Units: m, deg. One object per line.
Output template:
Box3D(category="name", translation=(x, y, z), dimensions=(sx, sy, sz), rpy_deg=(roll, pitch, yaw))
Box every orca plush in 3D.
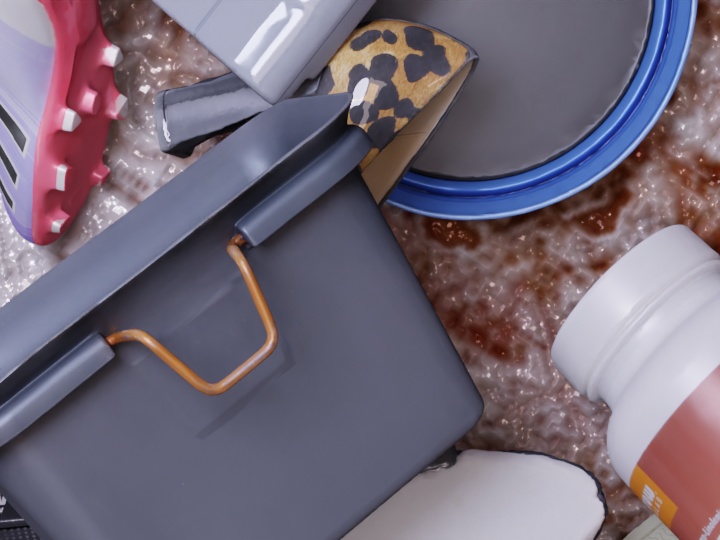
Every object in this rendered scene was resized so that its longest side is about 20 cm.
Box3D(category="orca plush", translation=(0.007, 0.135, 0.882), dimensions=(0.199, 0.071, 0.106), rpy_deg=(-34, 82, -11))

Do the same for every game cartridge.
Box3D(category="game cartridge", translation=(-0.061, -0.177, 0.880), dimensions=(0.200, 0.041, 0.134), rpy_deg=(41, 99, 26))

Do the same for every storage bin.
Box3D(category="storage bin", translation=(-0.052, 0.046, 0.780), dimensions=(0.200, 0.145, 0.135), rpy_deg=(-39, 104, -15))

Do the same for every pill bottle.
Box3D(category="pill bottle", translation=(0.176, 0.079, 0.877), dimensions=(0.112, 0.112, 0.200), rpy_deg=(-45, 69, 5))

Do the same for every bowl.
Box3D(category="bowl", translation=(0.049, -0.124, 0.922), dimensions=(0.198, 0.039, 0.203), rpy_deg=(0, 94, 1))

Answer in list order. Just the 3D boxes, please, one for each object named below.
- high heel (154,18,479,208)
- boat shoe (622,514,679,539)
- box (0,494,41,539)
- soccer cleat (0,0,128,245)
Box3D(category="high heel", translation=(0.000, 0.000, 0.878), dimensions=(0.141, 0.071, 0.202), rpy_deg=(-14, 90, 17))
Box3D(category="boat shoe", translation=(0.130, 0.169, 0.937), dimensions=(0.072, 0.068, 0.200), rpy_deg=(40, 81, 20))
Box3D(category="box", translation=(-0.153, 0.177, 0.903), dimensions=(0.158, 0.044, 0.202), rpy_deg=(-5, 120, 7))
Box3D(category="soccer cleat", translation=(-0.145, -0.098, 0.884), dimensions=(0.076, 0.067, 0.201), rpy_deg=(21, 137, 14))
